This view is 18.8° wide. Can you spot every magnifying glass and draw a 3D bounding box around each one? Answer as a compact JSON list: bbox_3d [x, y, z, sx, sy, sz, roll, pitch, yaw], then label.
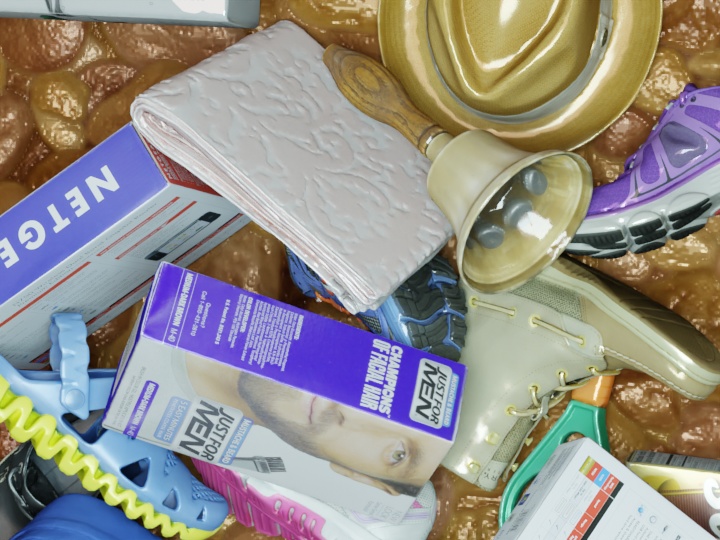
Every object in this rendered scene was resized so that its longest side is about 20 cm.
[{"bbox_3d":[0.142,0.106,1.413,0.080,0.022,0.200,15,91,26],"label":"magnifying glass"}]

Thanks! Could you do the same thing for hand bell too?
[{"bbox_3d":[0.041,-0.083,1.365,0.200,0.104,0.104,43,101,35],"label":"hand bell"}]

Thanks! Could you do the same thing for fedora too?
[{"bbox_3d":[0.096,-0.166,1.384,0.200,0.082,0.201,1,93,13],"label":"fedora"}]

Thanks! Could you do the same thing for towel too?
[{"bbox_3d":[-0.027,-0.069,1.362,0.191,0.200,0.032,42,120,6],"label":"towel"}]

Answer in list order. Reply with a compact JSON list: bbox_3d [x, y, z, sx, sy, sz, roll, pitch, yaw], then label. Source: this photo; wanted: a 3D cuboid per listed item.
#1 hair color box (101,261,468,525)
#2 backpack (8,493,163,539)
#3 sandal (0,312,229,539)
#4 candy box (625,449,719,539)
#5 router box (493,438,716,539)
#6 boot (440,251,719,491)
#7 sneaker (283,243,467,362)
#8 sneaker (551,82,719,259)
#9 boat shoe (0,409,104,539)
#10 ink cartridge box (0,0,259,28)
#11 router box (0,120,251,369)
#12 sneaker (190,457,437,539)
[{"bbox_3d":[-0.047,0.078,1.333,0.200,0.065,0.109,18,141,-8],"label":"hair color box"},{"bbox_3d":[-0.192,0.263,1.410,0.162,0.168,0.200,34,115,-1],"label":"backpack"},{"bbox_3d":[-0.158,0.099,1.392,0.200,0.079,0.087,40,83,-21],"label":"sandal"},{"bbox_3d":[0.263,0.185,1.380,0.200,0.056,0.117,6,95,13],"label":"candy box"},{"bbox_3d":[0.141,0.233,1.291,0.179,0.049,0.200,39,72,-5],"label":"router box"},{"bbox_3d":[0.122,0.075,1.374,0.200,0.073,0.156,30,99,33],"label":"boot"},{"bbox_3d":[0.000,0.000,1.407,0.078,0.075,0.200,-53,53,29],"label":"sneaker"},{"bbox_3d":[0.205,-0.072,1.382,0.200,0.081,0.084,-27,73,3],"label":"sneaker"},{"bbox_3d":[-0.203,0.140,1.470,0.199,0.066,0.075,-34,85,11],"label":"boat shoe"},{"bbox_3d":[-0.169,-0.237,1.437,0.200,0.084,0.146,4,93,12],"label":"ink cartridge box"},{"bbox_3d":[-0.178,-0.011,1.399,0.200,0.179,0.049,-34,78,11],"label":"router box"},{"bbox_3d":[-0.033,0.134,1.431,0.200,0.081,0.088,35,65,14],"label":"sneaker"}]
